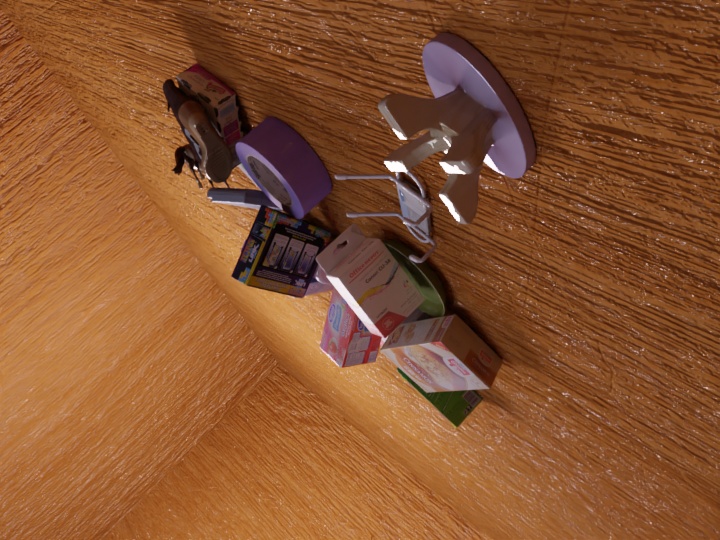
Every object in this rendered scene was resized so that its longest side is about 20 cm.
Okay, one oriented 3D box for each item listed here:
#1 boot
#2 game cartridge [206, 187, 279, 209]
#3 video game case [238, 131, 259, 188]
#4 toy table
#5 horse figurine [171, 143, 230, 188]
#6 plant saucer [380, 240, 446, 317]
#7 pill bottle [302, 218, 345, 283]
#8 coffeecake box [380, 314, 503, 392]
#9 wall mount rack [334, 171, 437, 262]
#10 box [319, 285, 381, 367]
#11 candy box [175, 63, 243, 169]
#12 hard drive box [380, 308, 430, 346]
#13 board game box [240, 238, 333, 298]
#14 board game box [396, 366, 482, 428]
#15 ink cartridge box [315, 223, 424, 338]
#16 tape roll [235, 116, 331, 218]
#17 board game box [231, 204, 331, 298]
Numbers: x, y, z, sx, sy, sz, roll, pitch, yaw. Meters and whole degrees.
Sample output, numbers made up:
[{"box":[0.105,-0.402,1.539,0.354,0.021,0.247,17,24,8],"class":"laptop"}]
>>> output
[{"box":[-0.348,-0.298,1.674,0.166,0.072,0.200,50,164,36],"class":"boot"},{"box":[-0.228,-0.158,1.756,0.133,0.041,0.200,11,-176,33],"class":"game cartridge"},{"box":[-0.240,-0.241,1.843,0.182,0.022,0.200,46,165,1],"class":"video game case"},{"box":[0.110,-0.163,0.933,0.200,0.117,0.184,49,165,-12],"class":"toy table"},{"box":[-0.359,-0.234,1.749,0.133,0.050,0.200,59,-166,19],"class":"horse figurine"},{"box":[0.102,0.009,1.550,0.200,0.031,0.200,42,164,16],"class":"plant saucer"},{"box":[-0.123,-0.058,1.843,0.200,0.104,0.104,36,162,35],"class":"pill bottle"},{"box":[0.163,0.174,1.595,0.153,0.073,0.200,44,149,-20],"class":"coffeecake box"},{"box":[0.050,-0.103,1.320,0.174,0.075,0.200,39,162,26],"class":"wall mount rack"},{"box":[-0.009,0.103,1.732,0.095,0.102,0.201,36,122,43],"class":"box"},{"box":[-0.322,-0.332,1.706,0.136,0.061,0.200,40,155,23],"class":"candy box"},{"box":[0.104,0.144,1.805,0.200,0.077,0.156,22,151,57],"class":"hard drive box"},{"box":[-0.156,-0.017,1.920,0.199,0.043,0.200,39,-153,26],"class":"board game box"},{"box":[0.187,0.275,1.875,0.200,0.096,0.030,43,165,11],"class":"board game box"},{"box":[0.018,0.018,1.517,0.200,0.116,0.067,52,165,-20],"class":"ink cartridge box"},{"box":[-0.156,-0.207,1.590,0.200,0.085,0.200,42,163,15],"class":"tape roll"},{"box":[-0.167,-0.036,1.680,0.057,0.166,0.200,27,-175,33],"class":"board game box"}]
